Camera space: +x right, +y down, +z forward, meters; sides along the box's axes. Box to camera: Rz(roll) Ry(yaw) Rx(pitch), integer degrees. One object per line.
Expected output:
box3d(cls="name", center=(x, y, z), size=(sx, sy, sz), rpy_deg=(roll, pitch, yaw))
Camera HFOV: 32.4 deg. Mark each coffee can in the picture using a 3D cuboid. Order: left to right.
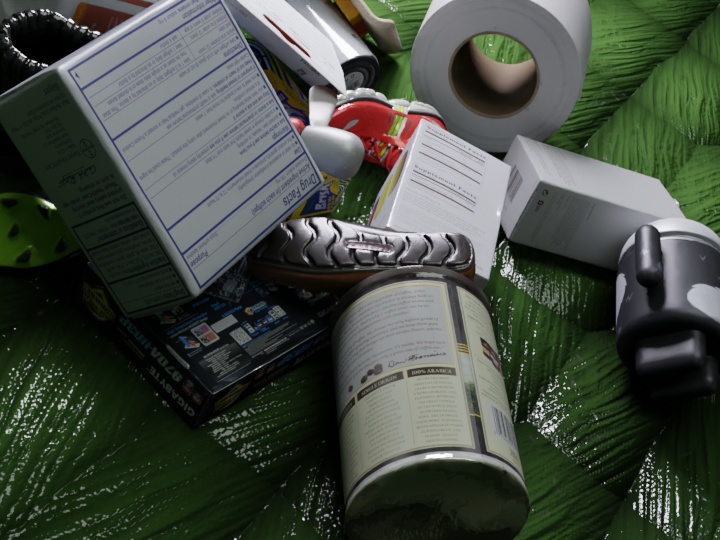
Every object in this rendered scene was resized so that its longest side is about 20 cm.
box3d(cls="coffee can", center=(0.051, 0.118, 1.012), size=(0.145, 0.147, 0.201), rpy_deg=(15, 41, -19))

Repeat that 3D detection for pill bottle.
box3d(cls="pill bottle", center=(-0.242, -0.252, 1.172), size=(0.112, 0.112, 0.199), rpy_deg=(50, 24, 22))

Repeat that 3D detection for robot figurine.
box3d(cls="robot figurine", center=(0.326, 0.039, 1.291), size=(0.123, 0.151, 0.202), rpy_deg=(13, 50, -3))

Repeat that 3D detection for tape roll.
box3d(cls="tape roll", center=(0.167, -0.260, 1.455), size=(0.201, 0.204, 0.140), rpy_deg=(28, 38, -3))

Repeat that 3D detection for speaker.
box3d(cls="speaker", center=(-0.060, -0.281, 1.425), size=(0.081, 0.082, 0.201), rpy_deg=(-9, 54, -39))

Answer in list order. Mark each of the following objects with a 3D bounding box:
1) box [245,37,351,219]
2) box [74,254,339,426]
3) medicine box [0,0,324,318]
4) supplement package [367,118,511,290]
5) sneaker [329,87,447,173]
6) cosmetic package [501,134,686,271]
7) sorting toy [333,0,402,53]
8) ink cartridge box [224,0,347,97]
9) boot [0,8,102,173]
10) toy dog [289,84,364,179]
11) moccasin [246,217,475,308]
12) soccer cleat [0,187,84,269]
box3d(cls="box", center=(-0.089, -0.148, 1.269), size=(0.064, 0.070, 0.201), rpy_deg=(-13, 56, -41))
box3d(cls="box", center=(-0.121, 0.029, 1.075), size=(0.159, 0.046, 0.199), rpy_deg=(43, 40, 15))
box3d(cls="medicine box", center=(-0.154, -0.098, 0.988), size=(0.182, 0.102, 0.201), rpy_deg=(-44, 111, -42))
box3d(cls="supplement package", center=(0.067, -0.036, 1.217), size=(0.109, 0.114, 0.201), rpy_deg=(27, 37, -6))
box3d(cls="sneaker", center=(0.027, -0.141, 1.335), size=(0.198, 0.077, 0.086), rpy_deg=(-3, 55, -37))
box3d(cls="cosmetic package", center=(0.256, -0.069, 1.390), size=(0.198, 0.085, 0.108), rpy_deg=(16, 29, -19))
box3d(cls="sorting toy", center=(-0.032, -0.337, 1.453), size=(0.200, 0.036, 0.185), rpy_deg=(49, 4, 3))
box3d(cls="ink cartridge box", center=(-0.090, -0.238, 1.239), size=(0.160, 0.047, 0.200), rpy_deg=(39, 16, -21))
box3d(cls="boot", center=(-0.236, -0.153, 1.099), size=(0.209, 0.158, 0.080), rpy_deg=(-6, 62, -35))
box3d(cls="toy dog", center=(-0.083, -0.134, 1.174), size=(0.200, 0.132, 0.096), rpy_deg=(50, 9, 17))
box3d(cls="moccasin", center=(0.000, -0.001, 1.086), size=(0.199, 0.078, 0.074), rpy_deg=(0, 47, -6))
box3d(cls="soccer cleat", center=(-0.251, -0.041, 1.057), size=(0.198, 0.081, 0.068), rpy_deg=(-10, 92, -19))
